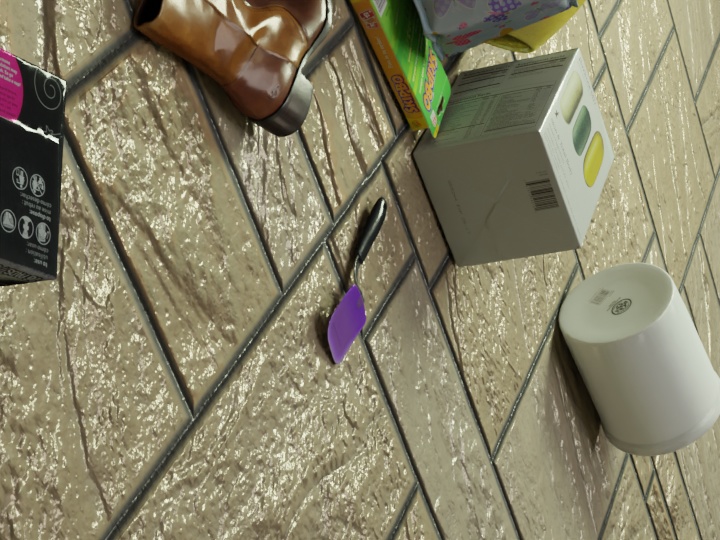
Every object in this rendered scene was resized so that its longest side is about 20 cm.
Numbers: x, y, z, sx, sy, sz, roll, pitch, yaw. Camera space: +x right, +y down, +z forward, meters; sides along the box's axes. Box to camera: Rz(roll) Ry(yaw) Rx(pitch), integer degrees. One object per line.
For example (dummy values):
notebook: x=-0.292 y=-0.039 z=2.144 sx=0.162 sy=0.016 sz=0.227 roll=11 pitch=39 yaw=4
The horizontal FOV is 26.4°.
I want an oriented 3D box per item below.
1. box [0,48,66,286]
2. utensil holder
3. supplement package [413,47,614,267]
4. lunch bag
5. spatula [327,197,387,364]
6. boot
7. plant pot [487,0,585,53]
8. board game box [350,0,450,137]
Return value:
box: x=-0.273 y=-0.068 z=0.860 sx=0.200 sy=0.115 sz=0.132 roll=24 pitch=63 yaw=-58
utensil holder: x=0.367 y=0.115 z=2.009 sx=0.200 sy=0.170 sz=0.170 roll=61 pitch=33 yaw=-32
supplement package: x=0.177 y=-0.129 z=1.720 sx=0.152 sy=0.151 sz=0.200 roll=67 pitch=30 yaw=-26
lunch bag: x=0.122 y=-0.349 z=1.619 sx=0.127 sy=0.169 sz=0.200 roll=27 pitch=42 yaw=-78
spatula: x=0.000 y=0.000 z=1.478 sx=0.057 sy=0.021 sz=0.200 roll=73 pitch=23 yaw=-44
boot: x=-0.114 y=-0.236 z=1.306 sx=0.200 sy=0.068 sz=0.188 roll=37 pitch=58 yaw=-45
plant pot: x=0.176 y=-0.335 z=1.768 sx=0.200 sy=0.200 sz=0.142 roll=23 pitch=86 yaw=-59
board game box: x=0.044 y=-0.242 z=1.629 sx=0.200 sy=0.030 sz=0.096 roll=59 pitch=33 yaw=-32
